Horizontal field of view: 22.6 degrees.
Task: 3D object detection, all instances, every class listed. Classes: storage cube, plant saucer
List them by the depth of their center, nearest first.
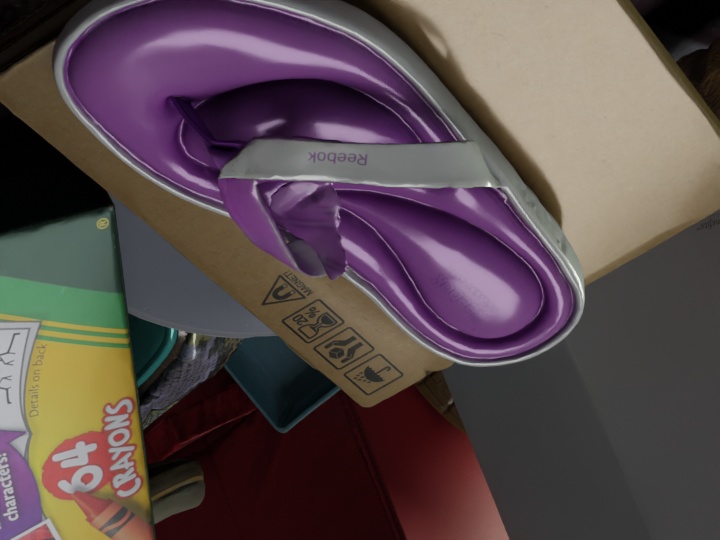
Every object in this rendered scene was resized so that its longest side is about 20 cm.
[{"bbox_3d":[0.000,0.000,0.758,0.200,0.070,0.019,-40,179,44],"label":"plant saucer"},{"bbox_3d":[-0.013,0.127,0.919,0.171,0.180,0.200,-31,161,28],"label":"storage cube"}]

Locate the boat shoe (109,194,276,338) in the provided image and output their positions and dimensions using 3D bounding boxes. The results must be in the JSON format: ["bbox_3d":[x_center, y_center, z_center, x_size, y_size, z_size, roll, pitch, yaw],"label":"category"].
[{"bbox_3d":[-0.007,-0.025,0.658,0.199,0.071,0.070,-6,-153,4],"label":"boat shoe"}]

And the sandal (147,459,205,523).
[{"bbox_3d":[-0.148,0.140,0.764,0.200,0.054,0.080,-25,-171,-26],"label":"sandal"}]

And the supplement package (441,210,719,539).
[{"bbox_3d":[0.114,0.037,0.771,0.121,0.200,0.120,-13,160,-24],"label":"supplement package"}]

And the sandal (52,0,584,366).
[{"bbox_3d":[0.001,-0.021,0.528,0.202,0.050,0.082,31,122,-35],"label":"sandal"}]

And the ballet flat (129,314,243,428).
[{"bbox_3d":[-0.102,0.043,0.761,0.072,0.072,0.200,-6,158,-40],"label":"ballet flat"}]

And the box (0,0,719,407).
[{"bbox_3d":[0.011,-0.046,0.558,0.163,0.021,0.200,-31,133,18],"label":"box"}]

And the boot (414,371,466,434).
[{"bbox_3d":[0.104,0.032,0.921,0.073,0.200,0.156,-54,-171,29],"label":"boot"}]

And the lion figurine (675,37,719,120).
[{"bbox_3d":[0.195,-0.096,0.693,0.200,0.073,0.123,-23,165,-4],"label":"lion figurine"}]

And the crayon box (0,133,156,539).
[{"bbox_3d":[-0.163,0.066,0.615,0.172,0.058,0.200,-17,130,-19],"label":"crayon box"}]
